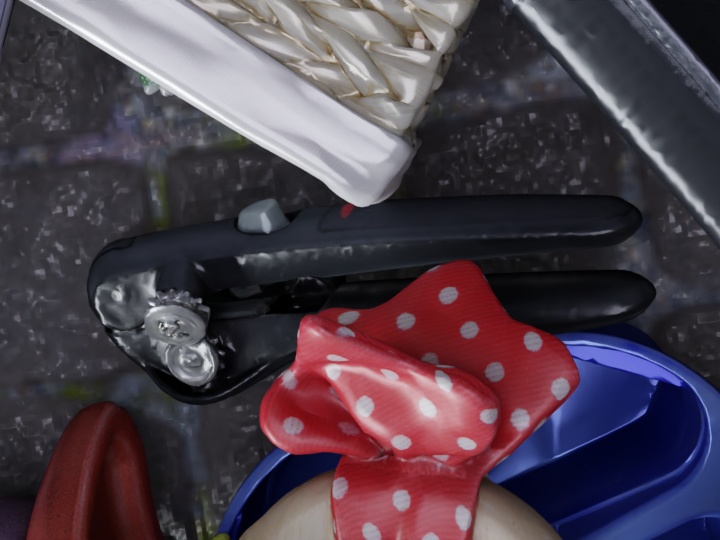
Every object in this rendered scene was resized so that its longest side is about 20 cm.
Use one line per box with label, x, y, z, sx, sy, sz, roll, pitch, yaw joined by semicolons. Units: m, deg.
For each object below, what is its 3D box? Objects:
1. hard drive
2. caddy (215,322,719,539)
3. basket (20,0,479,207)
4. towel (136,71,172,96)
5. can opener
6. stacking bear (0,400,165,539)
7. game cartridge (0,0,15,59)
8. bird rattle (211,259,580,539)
hard drive;0.105;-0.076;0.804;0.042;0.200;0.135;-40;94;21
caddy;0.045;0.098;0.881;0.199;0.105;0.142;-24;98;8
basket;-0.047;-0.124;0.810;0.199;0.136;0.124;31;96;0
towel;-0.041;-0.177;0.885;0.149;0.031;0.201;-21;95;5
can opener;0.000;0.000;0.854;0.199;0.079;0.064;-8;123;27
stacking bear;-0.171;0.132;0.904;0.199;0.114;0.122;-9;120;15
game cartridge;-0.148;-0.138;0.732;0.129;0.038;0.201;16;99;3
bird rattle;0.007;0.105;0.808;0.163;0.113;0.200;45;98;0
